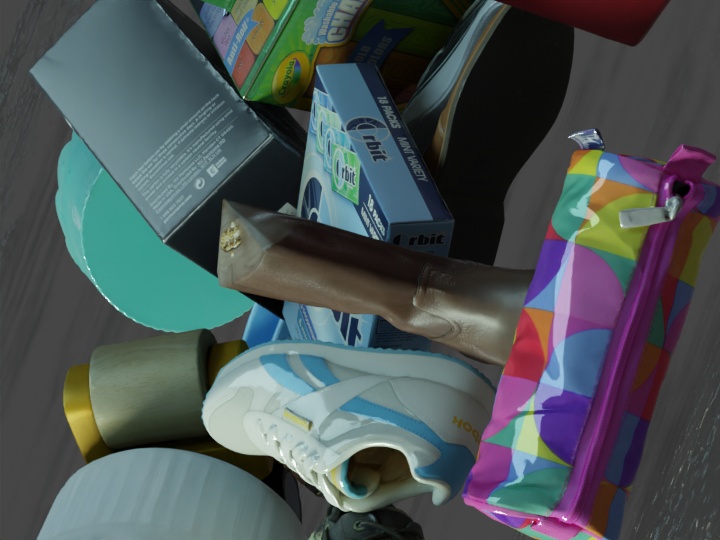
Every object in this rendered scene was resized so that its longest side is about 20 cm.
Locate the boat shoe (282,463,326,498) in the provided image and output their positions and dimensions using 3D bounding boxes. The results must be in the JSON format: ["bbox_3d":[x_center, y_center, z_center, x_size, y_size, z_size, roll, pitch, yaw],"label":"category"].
[{"bbox_3d":[-0.026,0.082,1.450,0.200,0.067,0.072,-100,34,-59],"label":"boat shoe"}]

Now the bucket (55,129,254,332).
[{"bbox_3d":[-0.153,-0.051,1.787,0.208,0.206,0.135,-67,19,10],"label":"bucket"}]

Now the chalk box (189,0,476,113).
[{"bbox_3d":[-0.027,-0.186,1.402,0.125,0.199,0.124,-58,43,30],"label":"chalk box"}]

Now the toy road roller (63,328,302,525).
[{"bbox_3d":[-0.116,0.100,1.494,0.146,0.122,0.201,-87,-16,-48],"label":"toy road roller"}]

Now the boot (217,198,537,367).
[{"bbox_3d":[0.024,0.006,1.149,0.186,0.199,0.065,160,128,-69],"label":"boot"}]

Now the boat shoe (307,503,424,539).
[{"bbox_3d":[0.007,0.169,1.246,0.201,0.071,0.066,-145,71,-77],"label":"boat shoe"}]

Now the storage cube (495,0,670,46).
[{"bbox_3d":[0.114,-0.265,1.189,0.180,0.199,0.172,121,161,-49],"label":"storage cube"}]

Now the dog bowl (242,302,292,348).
[{"bbox_3d":[-0.036,0.005,1.603,0.201,0.049,0.111,-68,17,4],"label":"dog bowl"}]

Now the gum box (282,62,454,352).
[{"bbox_3d":[0.000,0.000,1.344,0.170,0.044,0.201,-113,26,-48],"label":"gum box"}]

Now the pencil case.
[{"bbox_3d":[0.115,0.034,1.042,0.088,0.088,0.201,-171,99,-73],"label":"pencil case"}]

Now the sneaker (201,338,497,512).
[{"bbox_3d":[-0.018,0.093,1.251,0.199,0.077,0.081,-3,48,36],"label":"sneaker"}]

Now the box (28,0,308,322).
[{"bbox_3d":[-0.101,-0.081,1.482,0.104,0.200,0.182,-43,60,6],"label":"box"}]

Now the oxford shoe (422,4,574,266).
[{"bbox_3d":[0.069,-0.086,1.321,0.201,0.071,0.071,-67,28,14],"label":"oxford shoe"}]

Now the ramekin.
[{"bbox_3d":[-0.127,0.209,1.418,0.201,0.200,0.098,-55,14,41],"label":"ramekin"}]

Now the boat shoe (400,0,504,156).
[{"bbox_3d":[0.071,-0.109,1.387,0.200,0.072,0.071,-53,8,30],"label":"boat shoe"}]
